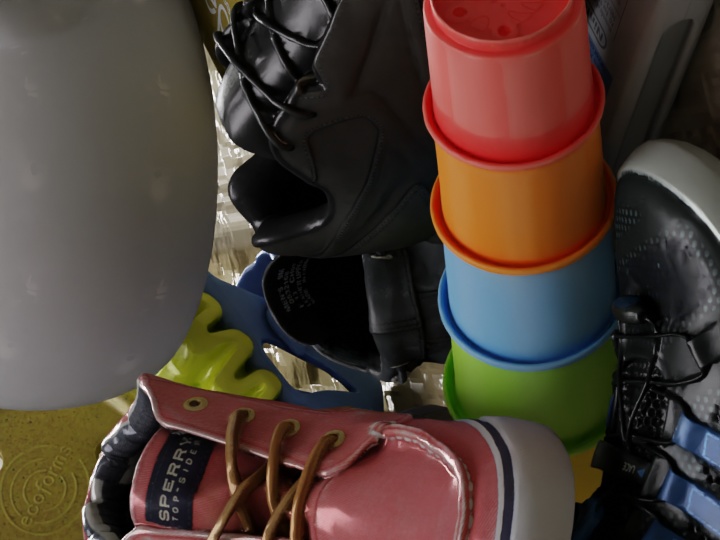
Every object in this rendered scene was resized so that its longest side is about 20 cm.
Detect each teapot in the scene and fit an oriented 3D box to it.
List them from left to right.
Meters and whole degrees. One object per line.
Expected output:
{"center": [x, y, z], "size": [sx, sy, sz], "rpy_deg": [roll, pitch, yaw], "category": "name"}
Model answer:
{"center": [-0.149, -0.037, 0.969], "size": [0.197, 0.146, 0.201], "rpy_deg": [11, 104, 62], "category": "teapot"}

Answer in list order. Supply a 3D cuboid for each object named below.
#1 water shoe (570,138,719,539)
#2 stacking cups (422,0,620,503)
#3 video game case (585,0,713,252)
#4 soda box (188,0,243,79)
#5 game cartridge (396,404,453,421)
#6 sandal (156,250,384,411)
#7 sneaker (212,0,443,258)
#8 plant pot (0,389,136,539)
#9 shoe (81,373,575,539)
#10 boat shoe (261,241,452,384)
{"center": [0.083, 0.069, 0.691], "size": [0.071, 0.079, 0.201], "rpy_deg": [-178, 74, -74], "category": "water shoe"}
{"center": [0.048, -0.009, 0.741], "size": [0.200, 0.060, 0.061], "rpy_deg": [83, 163, -48], "category": "stacking cups"}
{"center": [0.041, -0.124, 0.765], "size": [0.183, 0.022, 0.201], "rpy_deg": [103, 147, -60], "category": "video game case"}
{"center": [-0.030, -0.118, 0.940], "size": [0.068, 0.064, 0.200], "rpy_deg": [92, 156, -47], "category": "soda box"}
{"center": [-0.014, 0.152, 0.947], "size": [0.038, 0.129, 0.201], "rpy_deg": [15, 103, 30], "category": "game cartridge"}
{"center": [-0.017, 0.063, 1.053], "size": [0.200, 0.087, 0.079], "rpy_deg": [54, 135, 7], "category": "sandal"}
{"center": [0.005, -0.069, 0.737], "size": [0.200, 0.090, 0.076], "rpy_deg": [93, 157, -47], "category": "sneaker"}
{"center": [-0.111, 0.111, 1.127], "size": [0.142, 0.199, 0.201], "rpy_deg": [69, 179, -65], "category": "plant pot"}
{"center": [-0.017, 0.069, 0.753], "size": [0.200, 0.091, 0.072], "rpy_deg": [167, 116, -71], "category": "shoe"}
{"center": [0.001, 0.002, 0.941], "size": [0.199, 0.066, 0.075], "rpy_deg": [-149, 45, -68], "category": "boat shoe"}
